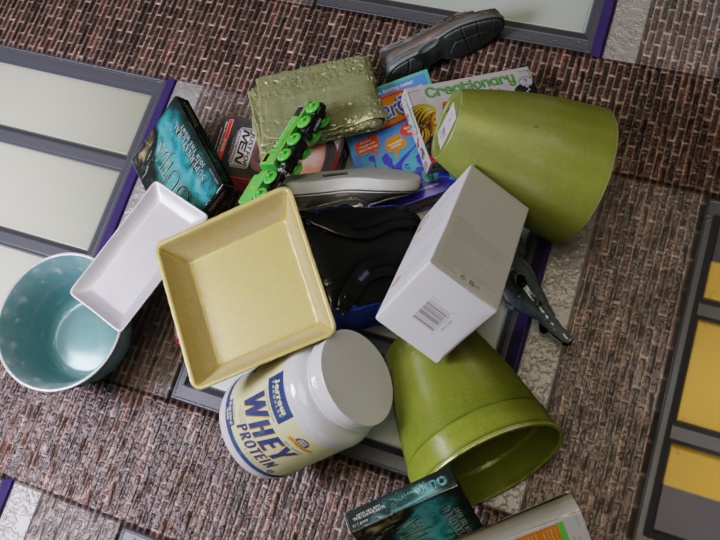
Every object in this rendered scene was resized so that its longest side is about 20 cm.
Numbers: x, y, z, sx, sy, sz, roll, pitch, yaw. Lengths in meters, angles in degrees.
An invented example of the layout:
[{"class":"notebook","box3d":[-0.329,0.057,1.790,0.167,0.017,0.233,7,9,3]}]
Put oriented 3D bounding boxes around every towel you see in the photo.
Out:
[{"class":"towel","box3d":[-0.067,-0.245,1.279,0.197,0.037,0.150,-14,58,2]}]

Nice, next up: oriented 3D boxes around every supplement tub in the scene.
[{"class":"supplement tub","box3d":[-0.069,0.170,1.098,0.199,0.144,0.147,-32,63,37]}]

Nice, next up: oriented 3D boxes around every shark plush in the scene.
[{"class":"shark plush","box3d":[0.207,0.024,1.161,0.090,0.083,0.202,-25,68,3]}]

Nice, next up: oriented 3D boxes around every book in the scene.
[{"class":"book","box3d":[0.188,0.369,1.042,0.198,0.048,0.135,-22,105,3]}]

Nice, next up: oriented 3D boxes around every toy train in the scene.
[{"class":"toy train","box3d":[-0.104,-0.156,1.187,0.056,0.042,0.202,2,54,39]}]

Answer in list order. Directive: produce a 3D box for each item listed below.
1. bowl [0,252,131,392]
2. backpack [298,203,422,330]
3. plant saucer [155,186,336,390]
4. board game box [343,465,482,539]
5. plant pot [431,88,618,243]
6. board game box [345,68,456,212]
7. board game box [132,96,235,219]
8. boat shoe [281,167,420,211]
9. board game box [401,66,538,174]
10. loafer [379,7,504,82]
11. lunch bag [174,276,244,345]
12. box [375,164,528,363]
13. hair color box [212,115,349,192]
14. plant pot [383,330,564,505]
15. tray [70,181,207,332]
[{"class":"bowl","box3d":[-0.415,0.087,1.261,0.198,0.105,0.204,-4,70,10]},{"class":"backpack","box3d":[0.000,0.000,1.174,0.198,0.168,0.164,-12,70,-27]},{"class":"plant saucer","box3d":[-0.140,0.025,1.084,0.198,0.048,0.202,-23,73,11]},{"class":"board game box","box3d":[0.072,0.310,1.034,0.134,0.201,0.028,-25,51,3]},{"class":"plant pot","box3d":[0.200,-0.156,1.129,0.197,0.187,0.190,18,74,-13]},{"class":"board game box","box3d":[0.060,-0.183,1.282,0.150,0.045,0.203,-19,69,6]},{"class":"board game box","box3d":[-0.270,-0.145,1.293,0.135,0.028,0.201,-48,54,23]},{"class":"boat shoe","box3d":[-0.013,-0.106,1.218,0.197,0.071,0.065,-3,110,0]},{"class":"board game box","box3d":[0.170,-0.218,1.245,0.197,0.035,0.128,-13,69,-13]},{"class":"loafer","box3d":[0.120,-0.357,1.317,0.198,0.072,0.064,-25,62,5]},{"class":"lunch bag","box3d":[-0.182,0.016,1.199,0.081,0.175,0.203,25,71,-25]},{"class":"box","box3d":[0.115,-0.011,1.049,0.097,0.125,0.201,35,44,-7]},{"class":"hair color box","box3d":[-0.126,-0.165,1.307,0.197,0.061,0.103,10,73,14]},{"class":"plant pot","box3d":[0.121,0.167,1.087,0.198,0.201,0.194,-27,57,2]},{"class":"tray","box3d":[-0.307,-0.019,1.207,0.107,0.022,0.201,32,79,18]}]
